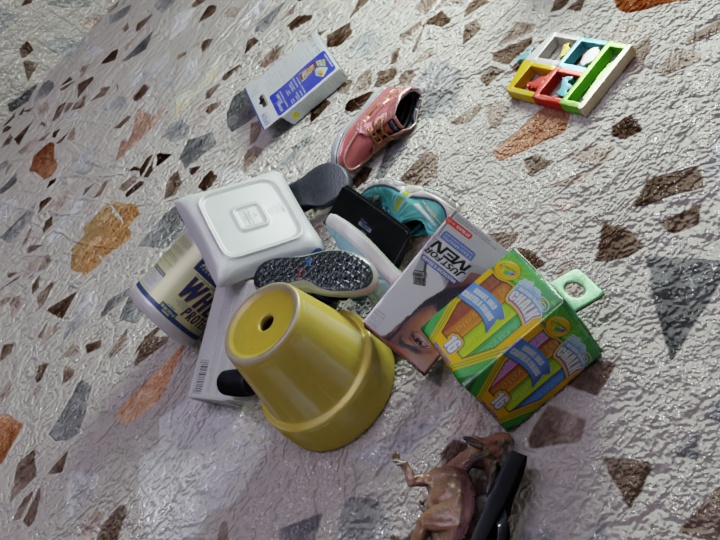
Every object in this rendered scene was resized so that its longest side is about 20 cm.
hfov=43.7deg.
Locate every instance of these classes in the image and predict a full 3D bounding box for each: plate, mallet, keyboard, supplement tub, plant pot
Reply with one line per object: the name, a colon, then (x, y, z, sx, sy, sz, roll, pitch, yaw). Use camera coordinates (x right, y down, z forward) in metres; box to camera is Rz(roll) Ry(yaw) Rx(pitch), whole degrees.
plate: (-0.184, -0.082, 1.501, 0.199, 0.032, 0.200, -19, 57, -22)
mallet: (-0.173, 0.098, 1.374, 0.066, 0.041, 0.201, -14, 57, 38)
keyboard: (0.001, -0.046, 1.428, 0.200, 0.021, 0.128, 40, 106, 47)
supplement tub: (-0.284, 0.014, 1.560, 0.200, 0.145, 0.145, -48, 38, -3)
plant pot: (-0.081, 0.120, 1.251, 0.200, 0.189, 0.202, -23, 43, 23)

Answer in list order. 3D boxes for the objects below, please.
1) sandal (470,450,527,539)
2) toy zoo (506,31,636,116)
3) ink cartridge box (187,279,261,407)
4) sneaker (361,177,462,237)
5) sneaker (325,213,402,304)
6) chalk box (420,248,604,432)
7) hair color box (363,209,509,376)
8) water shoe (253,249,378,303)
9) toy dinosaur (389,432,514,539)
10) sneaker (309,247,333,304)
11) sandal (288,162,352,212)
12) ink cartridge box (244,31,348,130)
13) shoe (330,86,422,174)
sandal: (0.149, 0.295, 0.988, 0.043, 0.076, 0.201, 19, 68, 20)
toy zoo: (0.319, -0.315, 1.417, 0.131, 0.020, 0.200, -51, 38, -8)
ink cartridge box: (-0.181, 0.115, 1.424, 0.175, 0.045, 0.201, -1, 69, 40)
sneaker: (0.067, -0.093, 1.405, 0.199, 0.077, 0.080, 17, 77, 48)
sneaker: (0.000, 0.000, 1.331, 0.082, 0.074, 0.200, -45, 65, 5)
chalk box: (0.200, 0.070, 1.095, 0.200, 0.124, 0.125, -42, 39, 4)
hair color box: (0.107, 0.031, 1.221, 0.111, 0.064, 0.200, 38, 84, 9)
water shoe: (-0.058, 0.017, 1.317, 0.199, 0.079, 0.072, 2, 62, 25)
toy dinosaur: (0.109, 0.266, 1.029, 0.135, 0.086, 0.201, -20, 45, 30)
sneaker: (-0.083, 0.035, 1.433, 0.200, 0.078, 0.070, -35, 37, 47)
sandal: (-0.080, -0.137, 1.580, 0.199, 0.043, 0.077, -14, 68, 47)
ink cartridge box: (-0.137, -0.388, 1.872, 0.200, 0.047, 0.198, -39, 40, 10)
shoe: (0.029, -0.247, 1.573, 0.091, 0.072, 0.201, 7, 56, 51)
